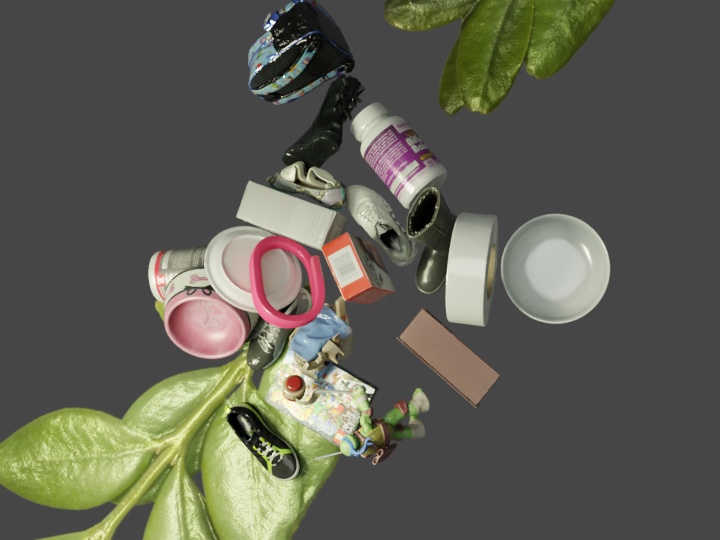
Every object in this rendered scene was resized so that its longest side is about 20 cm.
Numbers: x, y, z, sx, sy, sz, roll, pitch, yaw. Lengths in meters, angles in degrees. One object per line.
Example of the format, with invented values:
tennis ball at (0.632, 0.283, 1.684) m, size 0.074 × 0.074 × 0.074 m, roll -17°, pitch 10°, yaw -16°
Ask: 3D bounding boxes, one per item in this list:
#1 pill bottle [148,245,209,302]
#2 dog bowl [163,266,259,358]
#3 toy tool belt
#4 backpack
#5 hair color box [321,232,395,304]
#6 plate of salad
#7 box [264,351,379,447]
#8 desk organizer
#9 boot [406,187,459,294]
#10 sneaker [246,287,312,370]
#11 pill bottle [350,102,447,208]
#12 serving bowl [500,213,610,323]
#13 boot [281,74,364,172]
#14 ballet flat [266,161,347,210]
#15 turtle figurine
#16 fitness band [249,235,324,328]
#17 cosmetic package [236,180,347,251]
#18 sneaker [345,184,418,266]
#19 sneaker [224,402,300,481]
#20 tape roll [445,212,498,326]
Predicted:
pill bottle at (-0.328, 0.005, 1.656) m, size 0.197 × 0.111 × 0.113 m, roll -5°, pitch 85°, yaw 14°
dog bowl at (-0.305, 0.094, 1.603) m, size 0.197 × 0.074 × 0.202 m, roll 2°, pitch 129°, yaw 3°
toy tool belt at (-0.088, 0.147, 1.540) m, size 0.124 × 0.124 × 0.201 m, roll 29°, pitch 60°, yaw 15°
backpack at (-0.138, -0.434, 1.612) m, size 0.199 × 0.182 × 0.136 m, roll -30°, pitch 70°, yaw 22°
hair color box at (0.000, 0.000, 1.524) m, size 0.063 × 0.200 × 0.112 m, roll -27°, pitch 80°, yaw 10°
plate of salad at (-0.212, 0.001, 1.567) m, size 0.201 × 0.199 × 0.048 m, roll 50°, pitch 140°, yaw 12°
box at (-0.079, 0.250, 1.610) m, size 0.198 × 0.038 × 0.138 m, roll 28°, pitch 93°, yaw 15°
desk organizer at (0.172, 0.166, 1.534) m, size 0.200 × 0.072 × 0.077 m, roll 41°, pitch 94°, yaw 14°
boot at (0.130, -0.050, 1.493) m, size 0.072 × 0.200 × 0.184 m, roll 17°, pitch 90°, yaw 15°
sneaker at (-0.184, 0.115, 1.608) m, size 0.075 × 0.115 × 0.201 m, roll 35°, pitch 95°, yaw 14°
pill bottle at (0.071, -0.230, 1.568) m, size 0.112 × 0.112 × 0.201 m, roll -41°, pitch 78°, yaw 8°
serving bowl at (0.365, -0.002, 1.497) m, size 0.197 × 0.066 × 0.203 m, roll -1°, pitch 86°, yaw 14°
boot at (-0.075, -0.300, 1.621) m, size 0.073 × 0.197 × 0.164 m, roll 29°, pitch 64°, yaw -25°
ballet flat at (-0.108, -0.184, 1.617) m, size 0.198 × 0.072 × 0.073 m, roll 22°, pitch 92°, yaw 29°
turtle figurine at (0.021, 0.281, 1.518) m, size 0.192 × 0.199 × 0.146 m, roll -11°, pitch 90°, yaw -29°
fitness band at (-0.143, 0.021, 1.535) m, size 0.142 × 0.038 × 0.202 m, roll 3°, pitch 55°, yaw -22°
cosmetic package at (-0.138, -0.107, 1.618) m, size 0.198 × 0.107 × 0.091 m, roll 23°, pitch 91°, yaw 13°
sneaker at (0.035, -0.097, 1.585) m, size 0.075 × 0.081 × 0.200 m, roll -45°, pitch 75°, yaw 9°
sneaker at (-0.207, 0.351, 1.613) m, size 0.200 × 0.083 × 0.072 m, roll 43°, pitch 97°, yaw 14°
tape roll at (0.208, -0.002, 1.470) m, size 0.070 × 0.202 × 0.206 m, roll 6°, pitch 87°, yaw 16°
